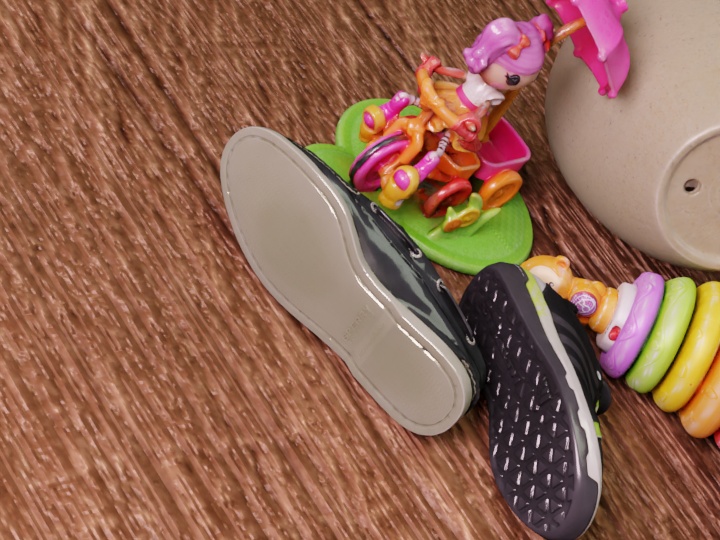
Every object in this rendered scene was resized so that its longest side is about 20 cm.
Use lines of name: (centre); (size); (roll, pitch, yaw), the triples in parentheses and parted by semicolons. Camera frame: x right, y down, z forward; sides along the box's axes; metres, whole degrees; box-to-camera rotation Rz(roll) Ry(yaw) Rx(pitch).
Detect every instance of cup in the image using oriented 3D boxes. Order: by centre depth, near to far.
cup: (0.226, -0.078, 1.234); (0.200, 0.201, 0.143); (27, 24, -17)

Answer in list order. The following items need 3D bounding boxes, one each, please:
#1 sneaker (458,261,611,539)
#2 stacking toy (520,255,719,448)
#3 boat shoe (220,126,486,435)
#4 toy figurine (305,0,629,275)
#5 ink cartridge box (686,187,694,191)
sneaker: (0.117, 0.070, 1.106); (0.083, 0.072, 0.200); (20, 38, -29)
stacking toy: (0.189, 0.040, 1.201); (0.199, 0.116, 0.110); (24, 35, -2)
boat shoe: (0.002, -0.001, 1.077); (0.199, 0.075, 0.066); (47, 32, 11)
toy figurine: (0.077, -0.109, 1.176); (0.200, 0.184, 0.150); (-8, 55, -47)
ink cartridge box: (0.264, -0.111, 1.393); (0.200, 0.145, 0.146); (28, 34, -16)
